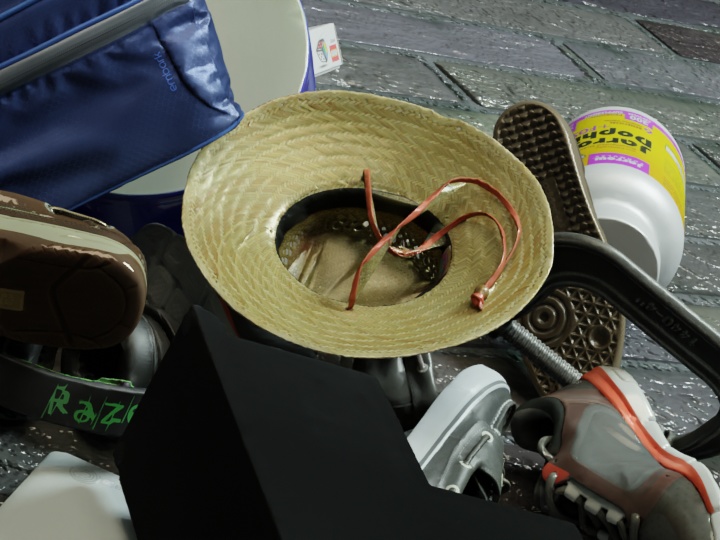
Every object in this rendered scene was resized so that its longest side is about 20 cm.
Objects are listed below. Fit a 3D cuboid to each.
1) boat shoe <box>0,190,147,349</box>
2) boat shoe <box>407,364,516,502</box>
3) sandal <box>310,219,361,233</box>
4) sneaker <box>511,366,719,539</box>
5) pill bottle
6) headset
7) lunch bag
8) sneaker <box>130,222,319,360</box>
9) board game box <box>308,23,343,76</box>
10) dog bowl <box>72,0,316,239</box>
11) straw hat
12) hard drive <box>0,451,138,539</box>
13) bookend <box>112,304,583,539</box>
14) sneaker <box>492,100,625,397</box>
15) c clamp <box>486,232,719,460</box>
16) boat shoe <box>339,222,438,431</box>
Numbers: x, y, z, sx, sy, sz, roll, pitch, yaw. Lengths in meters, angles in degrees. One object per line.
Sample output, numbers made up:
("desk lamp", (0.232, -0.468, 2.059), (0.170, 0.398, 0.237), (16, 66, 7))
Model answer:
("boat shoe", (-0.202, -0.011, 1.117), (0.201, 0.075, 0.075), (15, 23, -9))
("boat shoe", (0.044, 0.113, 1.207), (0.056, 0.069, 0.200), (28, 30, 12))
("sandal", (0.013, -0.015, 1.448), (0.199, 0.082, 0.054), (-15, 15, -30))
("sneaker", (0.138, 0.129, 1.248), (0.081, 0.078, 0.200), (-14, 30, -12))
("pill bottle", (0.171, -0.036, 1.590), (0.103, 0.105, 0.200), (20, 22, 0))
("headset", (-0.148, 0.030, 1.184), (0.123, 0.095, 0.200), (10, 8, -24))
("lunch bag", (-0.178, -0.107, 1.251), (0.199, 0.133, 0.136), (-27, 17, -13))
("sneaker", (-0.064, 0.053, 1.259), (0.082, 0.077, 0.200), (16, 25, -51))
("board game box", (-0.110, -0.126, 1.564), (0.125, 0.035, 0.200), (-9, 10, 26))
("dog bowl", (-0.126, -0.113, 1.397), (0.198, 0.079, 0.202), (0, 65, 1))
("straw hat", (0.000, 0.000, 1.256), (0.199, 0.085, 0.202), (4, 50, -5))
("hard drive", (-0.118, 0.153, 1.026), (0.131, 0.026, 0.200), (23, 23, 6))
("bookend", (0.010, 0.130, 1.048), (0.197, 0.093, 0.200), (17, 27, -29))
("sneaker", (0.128, -0.005, 1.449), (0.070, 0.202, 0.076), (-10, -16, 11))
("c clamp", (0.135, 0.051, 1.351), (0.199, 0.171, 0.027), (35, 47, -1))
("boat shoe", (0.027, 0.019, 1.336), (0.056, 0.067, 0.201), (-2, 44, 10))
